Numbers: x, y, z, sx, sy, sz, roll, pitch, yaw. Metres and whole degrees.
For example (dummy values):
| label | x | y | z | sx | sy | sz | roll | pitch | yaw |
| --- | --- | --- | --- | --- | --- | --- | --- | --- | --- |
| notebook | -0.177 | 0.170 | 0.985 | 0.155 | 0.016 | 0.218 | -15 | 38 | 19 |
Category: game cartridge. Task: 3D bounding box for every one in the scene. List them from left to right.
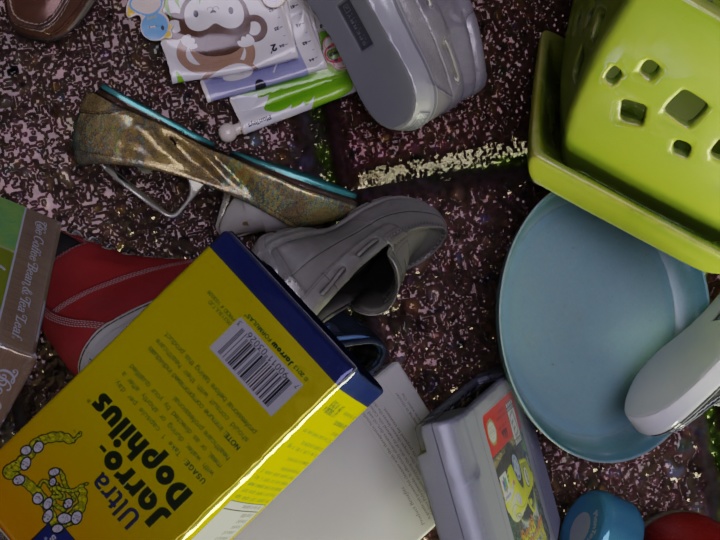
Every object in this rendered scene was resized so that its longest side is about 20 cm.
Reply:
| label | x | y | z | sx | sy | sz | roll | pitch | yaw |
| --- | --- | --- | --- | --- | --- | --- | --- | --- | --- |
| game cartridge | 0.089 | 0.143 | 1.008 | 0.041 | 0.200 | 0.134 | -11 | 94 | 18 |

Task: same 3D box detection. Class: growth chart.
| label | x | y | z | sx | sy | sz | roll | pitch | yaw |
| --- | --- | --- | --- | --- | --- | --- | --- | --- | --- |
| growth chart | -0.089 | -0.191 | 1.067 | 0.144 | 0.018 | 0.201 | -27 | 93 | -10 |

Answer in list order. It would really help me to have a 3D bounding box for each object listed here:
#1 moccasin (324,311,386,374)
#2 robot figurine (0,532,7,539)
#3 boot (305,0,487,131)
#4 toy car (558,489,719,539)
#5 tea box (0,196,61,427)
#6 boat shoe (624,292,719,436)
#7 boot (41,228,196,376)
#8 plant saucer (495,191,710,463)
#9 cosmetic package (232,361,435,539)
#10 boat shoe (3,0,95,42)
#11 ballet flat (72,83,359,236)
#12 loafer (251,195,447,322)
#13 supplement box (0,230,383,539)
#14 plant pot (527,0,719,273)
| label | x | y | z | sx | sy | sz | roll | pitch | yaw |
| --- | --- | --- | --- | --- | --- | --- | --- | --- | --- |
| moccasin | -0.069 | 0.075 | 0.970 | 0.199 | 0.068 | 0.081 | -34 | 121 | -30 |
| robot figurine | -0.266 | 0.256 | 0.968 | 0.169 | 0.113 | 0.201 | 27 | 82 | 17 |
| boot | 0.017 | -0.199 | 1.061 | 0.095 | 0.073 | 0.201 | -28 | 97 | -44 |
| toy car | 0.233 | 0.259 | 1.016 | 0.183 | 0.200 | 0.178 | 27 | 83 | -18 |
| tea box | -0.305 | 0.044 | 0.899 | 0.196 | 0.134 | 0.201 | 21 | 123 | -19 |
| boat shoe | 0.262 | 0.065 | 1.088 | 0.200 | 0.072 | 0.068 | -41 | 108 | -36 |
| boot | -0.137 | 0.001 | 1.026 | 0.199 | 0.144 | 0.073 | -21 | 136 | -41 |
| plant saucer | 0.168 | 0.034 | 1.080 | 0.199 | 0.027 | 0.202 | 2 | 86 | -33 |
| cosmetic package | -0.033 | 0.159 | 0.997 | 0.200 | 0.085 | 0.108 | -35 | 96 | -34 |
| boat shoe | -0.198 | -0.252 | 1.009 | 0.075 | 0.072 | 0.202 | 10 | 83 | 7 |
| ballet flat | -0.101 | -0.059 | 1.037 | 0.199 | 0.071 | 0.071 | 23 | 84 | -6 |
| loafer | 0.000 | 0.000 | 1.008 | 0.070 | 0.070 | 0.199 | 43 | 36 | 20 |
| supplement box | -0.099 | 0.092 | 0.860 | 0.200 | 0.109 | 0.110 | -44 | 77 | -2 |
| plant pot | 0.220 | -0.127 | 1.024 | 0.199 | 0.200 | 0.182 | 27 | 127 | -11 |
